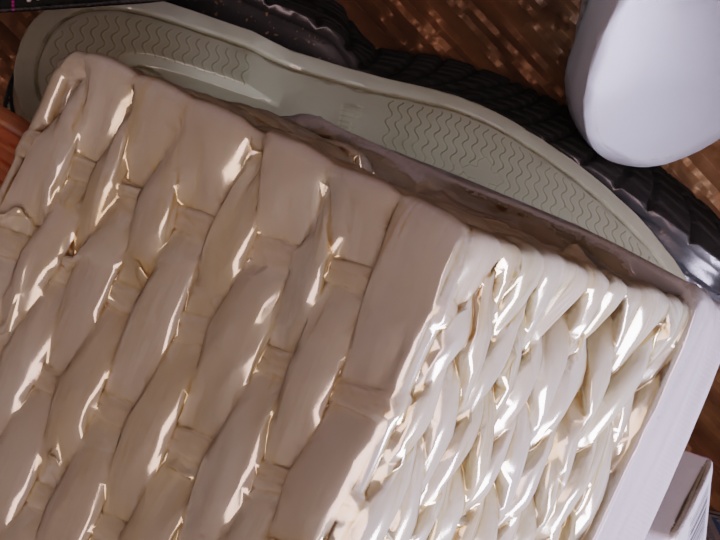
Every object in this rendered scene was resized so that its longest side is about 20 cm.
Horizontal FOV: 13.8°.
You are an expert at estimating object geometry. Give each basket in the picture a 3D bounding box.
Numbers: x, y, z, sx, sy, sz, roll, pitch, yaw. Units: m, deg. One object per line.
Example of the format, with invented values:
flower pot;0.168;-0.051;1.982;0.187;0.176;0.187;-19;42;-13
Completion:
basket;-0.029;0.064;0.677;0.136;0.123;0.200;25;92;30

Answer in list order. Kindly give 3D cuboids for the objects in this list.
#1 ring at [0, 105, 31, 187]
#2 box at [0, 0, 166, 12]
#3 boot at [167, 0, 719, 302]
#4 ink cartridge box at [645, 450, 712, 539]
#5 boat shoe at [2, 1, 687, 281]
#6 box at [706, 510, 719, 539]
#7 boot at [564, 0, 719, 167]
ring;-0.153;0.005;0.734;0.200;0.019;0.200;-3;142;-2
box;-0.124;-0.143;0.771;0.200;0.124;0.149;-2;102;16
boot;0.000;0.000;0.863;0.200;0.070;0.132;26;103;6
ink cartridge box;-0.006;0.064;0.792;0.200;0.037;0.095;16;135;17
boat shoe;-0.003;-0.011;0.804;0.200;0.072;0.068;23;147;-5
box;0.181;0.130;0.863;0.200;0.117;0.060;14;100;-2
boot;0.103;-0.132;0.819;0.074;0.096;0.200;15;115;-34
